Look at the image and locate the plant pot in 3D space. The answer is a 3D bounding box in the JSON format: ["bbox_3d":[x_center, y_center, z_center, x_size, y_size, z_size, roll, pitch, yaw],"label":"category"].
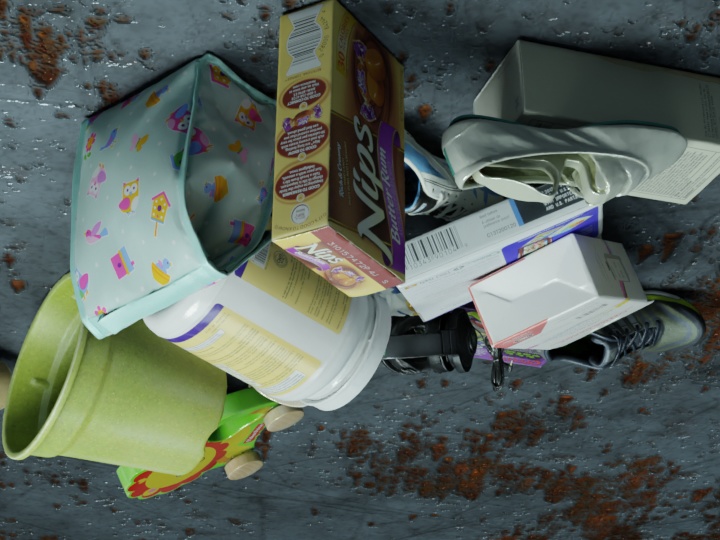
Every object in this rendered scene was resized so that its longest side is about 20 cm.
[{"bbox_3d":[-0.247,0.125,1.686,0.184,0.201,0.200,22,147,-24],"label":"plant pot"}]

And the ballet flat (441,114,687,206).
[{"bbox_3d":[0.162,-0.081,1.280,0.199,0.070,0.069,3,154,-8],"label":"ballet flat"}]

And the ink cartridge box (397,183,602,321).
[{"bbox_3d":[0.128,-0.020,1.503,0.197,0.044,0.200,-23,166,4],"label":"ink cartridge box"}]

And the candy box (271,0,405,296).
[{"bbox_3d":[-0.015,-0.094,1.263,0.056,0.201,0.117,-15,150,27],"label":"candy box"}]

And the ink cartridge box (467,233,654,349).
[{"bbox_3d":[0.197,0.023,1.556,0.116,0.068,0.200,-27,166,21],"label":"ink cartridge box"}]

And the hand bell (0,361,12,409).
[{"bbox_3d":[-0.390,0.137,1.890,0.199,0.105,0.104,8,155,-42],"label":"hand bell"}]

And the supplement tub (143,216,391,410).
[{"bbox_3d":[-0.085,0.032,1.488,0.200,0.146,0.145,31,142,-29],"label":"supplement tub"}]

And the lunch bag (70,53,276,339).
[{"bbox_3d":[-0.156,-0.051,1.346,0.170,0.201,0.122,-23,141,37],"label":"lunch bag"}]

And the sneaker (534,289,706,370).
[{"bbox_3d":[0.267,0.071,1.705,0.199,0.081,0.074,-3,122,-5],"label":"sneaker"}]

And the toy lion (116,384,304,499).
[{"bbox_3d":[-0.189,0.205,1.920,0.191,0.069,0.200,-11,153,-37],"label":"toy lion"}]

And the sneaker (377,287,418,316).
[{"bbox_3d":[0.000,0.000,1.598,0.088,0.076,0.200,-6,153,13],"label":"sneaker"}]

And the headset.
[{"bbox_3d":[0.076,0.088,1.677,0.199,0.094,0.123,-5,179,-41],"label":"headset"}]

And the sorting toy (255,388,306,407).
[{"bbox_3d":[-0.127,0.054,1.695,0.179,0.107,0.200,12,161,1],"label":"sorting toy"}]

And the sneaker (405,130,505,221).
[{"bbox_3d":[0.059,-0.072,1.457,0.072,0.073,0.200,-23,147,36],"label":"sneaker"}]

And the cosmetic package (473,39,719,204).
[{"bbox_3d":[0.205,-0.121,1.353,0.199,0.073,0.104,9,152,-18],"label":"cosmetic package"}]

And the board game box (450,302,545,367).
[{"bbox_3d":[0.129,0.061,1.775,0.199,0.032,0.120,9,148,-17],"label":"board game box"}]
